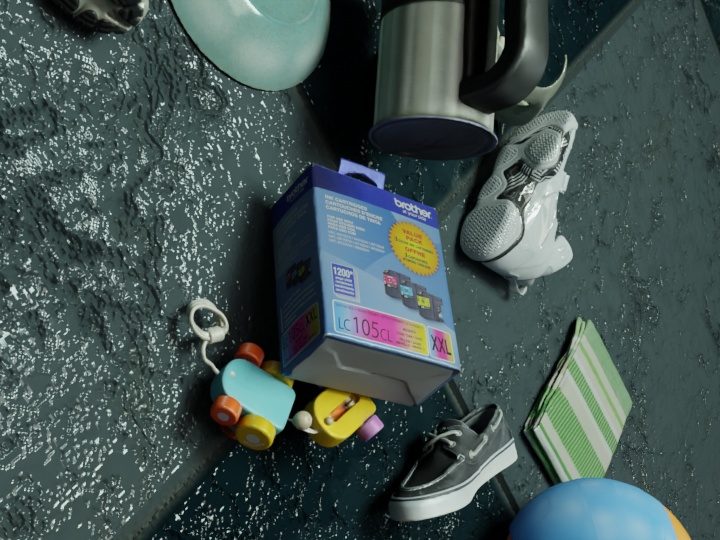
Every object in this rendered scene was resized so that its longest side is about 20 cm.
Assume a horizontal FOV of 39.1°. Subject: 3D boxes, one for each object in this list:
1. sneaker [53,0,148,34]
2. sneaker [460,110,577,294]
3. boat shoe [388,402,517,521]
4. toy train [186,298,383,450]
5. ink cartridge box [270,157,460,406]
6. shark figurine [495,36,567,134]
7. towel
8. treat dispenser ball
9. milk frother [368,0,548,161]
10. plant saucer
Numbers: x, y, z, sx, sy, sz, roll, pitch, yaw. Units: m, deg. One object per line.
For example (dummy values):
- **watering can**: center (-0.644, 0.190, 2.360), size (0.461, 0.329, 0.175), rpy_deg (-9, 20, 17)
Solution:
- **sneaker**: center (-0.228, -0.255, 0.720), size (0.200, 0.077, 0.080), rpy_deg (47, 31, -38)
- **sneaker**: center (0.193, -0.072, 1.117), size (0.115, 0.075, 0.200), rpy_deg (44, 71, -38)
- **boat shoe**: center (0.087, 0.176, 0.962), size (0.200, 0.072, 0.068), rpy_deg (-19, 97, -51)
- **toy train**: center (-0.057, 0.081, 0.840), size (0.200, 0.056, 0.151), rpy_deg (0, 59, -40)
- **ink cartridge box**: center (0.000, 0.000, 0.855), size (0.136, 0.076, 0.200), rpy_deg (17, 48, -31)
- **shark figurine**: center (0.143, -0.188, 1.087), size (0.089, 0.215, 0.128), rpy_deg (-3, 117, -12)
- **towel**: center (0.261, 0.171, 1.198), size (0.153, 0.023, 0.200), rpy_deg (59, 44, -22)
- **treat dispenser ball**: center (0.234, 0.307, 1.001), size (0.201, 0.201, 0.202), rpy_deg (14, 72, -46)
- **milk frother**: center (0.045, -0.216, 0.871), size (0.199, 0.180, 0.189), rpy_deg (9, 77, -23)
- **plant saucer**: center (-0.085, -0.261, 0.890), size (0.201, 0.039, 0.202), rpy_deg (15, 70, -46)
